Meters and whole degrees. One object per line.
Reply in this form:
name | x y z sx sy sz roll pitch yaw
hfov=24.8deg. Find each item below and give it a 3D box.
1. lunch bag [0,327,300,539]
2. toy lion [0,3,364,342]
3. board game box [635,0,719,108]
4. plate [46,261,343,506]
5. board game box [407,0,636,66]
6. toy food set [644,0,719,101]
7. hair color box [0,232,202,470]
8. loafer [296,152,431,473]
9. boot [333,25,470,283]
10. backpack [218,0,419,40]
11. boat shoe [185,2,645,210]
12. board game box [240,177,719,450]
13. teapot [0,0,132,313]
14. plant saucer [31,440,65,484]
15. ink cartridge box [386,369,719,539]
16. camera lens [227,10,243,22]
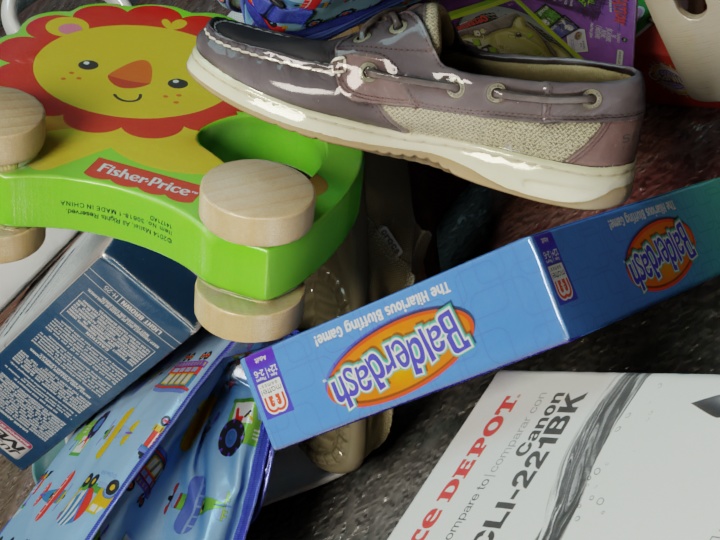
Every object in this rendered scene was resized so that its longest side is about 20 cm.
lunch bag | -0.107 0.100 0.813 0.150 0.094 0.201 -12 52 64
toy lion | -0.087 -0.064 0.744 0.198 0.069 0.192 16 35 15
board game box | 0.207 -0.159 0.916 0.153 0.040 0.200 -48 25 -13
plate | -0.090 0.051 0.924 0.199 0.032 0.202 -27 63 27
board game box | 0.080 -0.114 0.831 0.201 0.119 0.033 -73 -3 -53
toy food set | 0.163 -0.194 0.817 0.060 0.144 0.201 -19 32 24
hair color box | -0.131 0.018 0.839 0.200 0.060 0.100 -36 18 47
loafer | 0.000 0.000 0.813 0.067 0.202 0.076 -4 9 -37
boot | 0.056 -0.066 0.920 0.165 0.202 0.072 -14 0 -35
backpack | -0.010 -0.184 0.771 0.182 0.135 0.200 -25 -7 -24
boat shoe | 0.025 -0.082 0.695 0.072 0.198 0.065 -50 -25 -67
board game box | 0.066 0.015 0.715 0.151 0.045 0.199 -24 -4 35
teapot | -0.220 -0.068 0.951 0.197 0.146 0.200 -42 7 21
plant saucer | -0.128 0.072 1.048 0.199 0.027 0.201 -33 27 19
ink cartridge box | 0.098 0.115 0.579 0.199 0.084 0.145 -5 43 55
camera lens | -0.019 -0.111 1.025 0.159 0.160 0.201 -2 45 54
